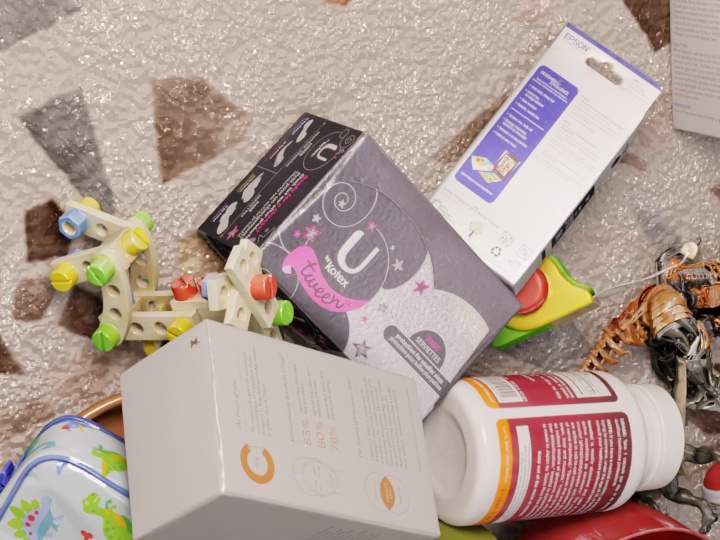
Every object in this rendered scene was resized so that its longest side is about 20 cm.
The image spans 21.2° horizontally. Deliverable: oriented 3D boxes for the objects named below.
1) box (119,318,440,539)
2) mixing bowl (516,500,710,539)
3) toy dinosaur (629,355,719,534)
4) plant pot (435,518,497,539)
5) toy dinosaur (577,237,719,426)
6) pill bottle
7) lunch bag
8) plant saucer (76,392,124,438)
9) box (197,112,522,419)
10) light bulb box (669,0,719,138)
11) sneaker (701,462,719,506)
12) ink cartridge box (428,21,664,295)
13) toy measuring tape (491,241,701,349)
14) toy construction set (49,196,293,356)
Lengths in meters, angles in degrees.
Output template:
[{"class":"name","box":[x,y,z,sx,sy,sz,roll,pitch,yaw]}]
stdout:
[{"class":"box","box":[-0.054,0.127,1.316,0.200,0.097,0.125,19,52,-41]},{"class":"mixing bowl","box":[0.191,0.261,1.585,0.199,0.108,0.201,-13,126,-19]},{"class":"toy dinosaur","box":[0.265,0.162,1.579,0.047,0.088,0.200,-40,155,-36]},{"class":"plant pot","box":[-0.017,0.259,1.449,0.199,0.187,0.188,18,93,-30]},{"class":"toy dinosaur","box":[0.267,0.052,1.617,0.199,0.102,0.136,-25,98,8]},{"class":"pill bottle","box":[0.149,0.137,1.504,0.199,0.113,0.114,-1,102,-28]},{"class":"lunch bag","box":[-0.201,0.210,1.353,0.160,0.083,0.200,30,110,-8]},{"class":"plant saucer","box":[-0.164,0.183,1.452,0.199,0.037,0.201,-5,103,-24]},{"class":"box","box":[0.000,0.000,1.447,0.132,0.115,0.200,-48,116,-10]},{"class":"light bulb box","box":[0.364,-0.218,1.571,0.197,0.125,0.201,-8,104,-23]},{"class":"sneaker","box":[0.372,0.125,1.678,0.199,0.071,0.113,-23,114,-28]},{"class":"ink cartridge box","box":[0.143,-0.088,1.511,0.099,0.039,0.200,37,84,15]},{"class":"toy measuring tape","box":[0.168,0.000,1.533,0.199,0.074,0.074,-25,114,13]},{"class":"toy construction set","box":[-0.123,0.014,1.357,0.092,0.199,0.132,-40,125,-38]}]
